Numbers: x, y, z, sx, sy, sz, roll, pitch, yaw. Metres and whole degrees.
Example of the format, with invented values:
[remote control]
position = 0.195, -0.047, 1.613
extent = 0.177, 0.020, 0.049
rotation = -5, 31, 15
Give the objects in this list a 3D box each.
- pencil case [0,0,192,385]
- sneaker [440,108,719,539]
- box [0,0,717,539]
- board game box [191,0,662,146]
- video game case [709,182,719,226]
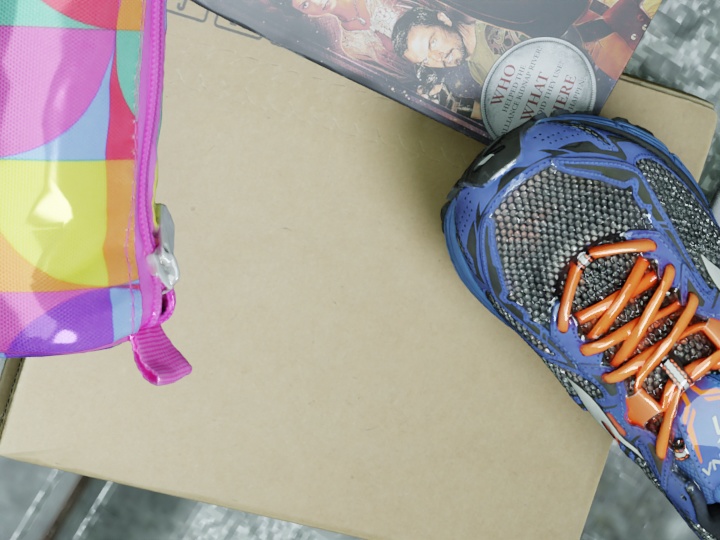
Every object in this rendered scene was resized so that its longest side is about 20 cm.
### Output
[pencil case]
position = -0.087, -0.071, 0.768
extent = 0.088, 0.088, 0.201
rotation = 0, 96, 3
[sneaker]
position = 0.099, 0.028, 0.836
extent = 0.075, 0.078, 0.200
rotation = -42, 121, 6
[box]
position = 0.000, 0.000, 0.866
extent = 0.199, 0.021, 0.164
rotation = 15, 97, -25
[board game box]
position = 0.047, -0.142, 0.804
extent = 0.135, 0.035, 0.201
rotation = 23, 102, -24
[video game case]
position = 0.225, -0.048, 0.897
extent = 0.182, 0.023, 0.201
rotation = 26, 92, 2
